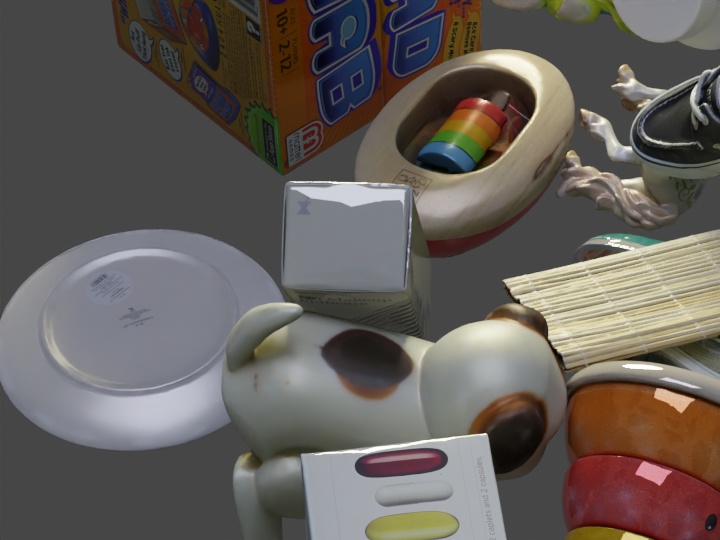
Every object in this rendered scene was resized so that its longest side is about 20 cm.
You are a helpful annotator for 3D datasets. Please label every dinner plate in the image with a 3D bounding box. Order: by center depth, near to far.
[{"bbox_3d":[-0.147,0.038,1.700,0.199,0.024,0.200,-2,45,2],"label":"dinner plate"}]

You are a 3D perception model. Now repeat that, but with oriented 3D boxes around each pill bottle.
[{"bbox_3d":[0.274,-0.221,1.822,0.200,0.112,0.112,-17,43,-42],"label":"pill bottle"}]

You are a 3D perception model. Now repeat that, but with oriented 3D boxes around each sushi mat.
[{"bbox_3d":[0.196,0.013,1.602,0.199,0.012,0.096,-13,38,-20],"label":"sushi mat"}]

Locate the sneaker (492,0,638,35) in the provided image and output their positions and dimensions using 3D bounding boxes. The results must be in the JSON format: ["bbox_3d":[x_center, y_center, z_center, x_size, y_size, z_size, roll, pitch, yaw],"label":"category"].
[{"bbox_3d":[0.162,-0.239,1.925,0.200,0.076,0.105,24,39,15],"label":"sneaker"}]

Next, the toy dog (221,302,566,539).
[{"bbox_3d":[0.026,0.078,1.541,0.199,0.194,0.140,-3,36,12],"label":"toy dog"}]

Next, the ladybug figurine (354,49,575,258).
[{"bbox_3d":[0.073,-0.074,1.759,0.135,0.072,0.200,22,50,27],"label":"ladybug figurine"}]

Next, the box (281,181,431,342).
[{"bbox_3d":[0.000,0.000,1.603,0.082,0.200,0.069,1,78,7],"label":"box"}]

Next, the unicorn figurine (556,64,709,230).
[{"bbox_3d":[0.232,-0.098,1.785,0.137,0.074,0.200,25,68,24],"label":"unicorn figurine"}]

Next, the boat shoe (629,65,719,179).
[{"bbox_3d":[0.247,-0.108,1.657,0.200,0.068,0.072,-6,70,45],"label":"boat shoe"}]

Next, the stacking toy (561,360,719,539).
[{"bbox_3d":[0.167,0.167,1.511,0.146,0.146,0.200,13,67,15],"label":"stacking toy"}]

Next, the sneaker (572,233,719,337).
[{"bbox_3d":[0.240,0.017,1.673,0.200,0.072,0.080,21,35,25],"label":"sneaker"}]

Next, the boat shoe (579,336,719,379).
[{"bbox_3d":[0.230,0.073,1.613,0.202,0.075,0.065,22,45,18],"label":"boat shoe"}]

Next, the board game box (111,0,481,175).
[{"bbox_3d":[-0.051,-0.235,1.834,0.200,0.200,0.200,-34,53,-26],"label":"board game box"}]

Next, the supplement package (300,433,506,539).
[{"bbox_3d":[0.032,0.220,1.421,0.111,0.156,0.200,-7,46,-3],"label":"supplement package"}]
